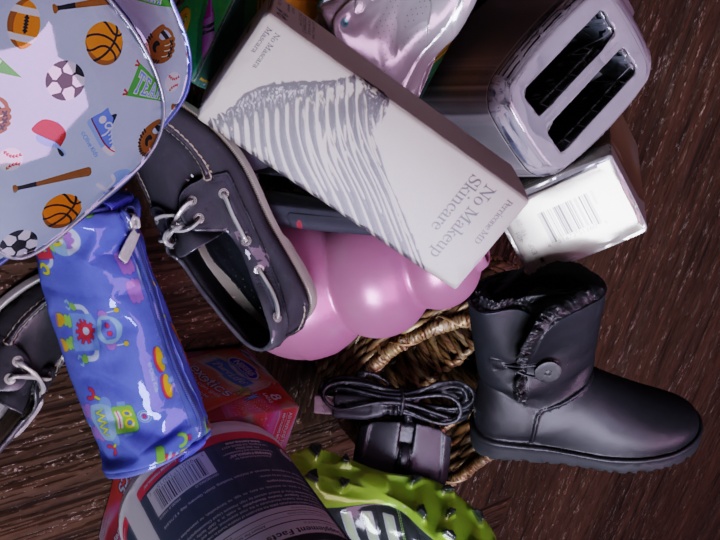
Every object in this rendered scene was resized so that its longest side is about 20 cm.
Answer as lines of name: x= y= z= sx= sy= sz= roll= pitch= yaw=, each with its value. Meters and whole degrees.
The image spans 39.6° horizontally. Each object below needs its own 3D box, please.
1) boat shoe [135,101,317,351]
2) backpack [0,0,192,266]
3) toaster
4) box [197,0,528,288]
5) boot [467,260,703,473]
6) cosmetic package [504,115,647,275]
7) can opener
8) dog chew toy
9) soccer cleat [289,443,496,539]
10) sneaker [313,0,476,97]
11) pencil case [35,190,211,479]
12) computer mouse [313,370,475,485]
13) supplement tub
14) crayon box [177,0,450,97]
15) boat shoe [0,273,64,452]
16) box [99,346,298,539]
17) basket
boat shoe: x=-0.103 y=-0.032 z=0.674 sx=0.200 sy=0.073 sz=0.063 roll=55 pitch=34 yaw=-14
backpack: x=-0.191 y=-0.114 z=0.542 sx=0.191 sy=0.154 sz=0.200 roll=-47 pitch=139 yaw=-19
toaster: x=0.131 y=-0.148 z=0.790 sx=0.200 sy=0.129 sz=0.114 roll=-45 pitch=115 yaw=-16
box: x=0.003 y=-0.080 z=0.630 sx=0.200 sy=0.068 sz=0.082 roll=32 pitch=109 yaw=-16
boot: x=0.183 y=0.076 z=0.793 sx=0.200 sy=0.076 sz=0.168 roll=1 pitch=127 yaw=4
cosmetic package: x=0.180 y=-0.082 z=0.852 sx=0.105 sy=0.200 sz=0.071 roll=-24 pitch=108 yaw=21
can opener: x=-0.042 y=-0.055 z=0.712 sx=0.079 sy=0.200 sz=0.063 roll=89 pitch=16 yaw=-76
dog chew toy: x=0.000 y=0.000 z=0.770 sx=0.200 sy=0.125 sz=0.125 roll=-11 pitch=144 yaw=19
soccer cleat: x=0.019 y=0.210 z=0.850 sx=0.200 sy=0.068 sz=0.081 roll=23 pitch=128 yaw=-8
sneaker: x=0.015 y=-0.174 z=0.655 sx=0.088 sy=0.075 sz=0.200 roll=16 pitch=107 yaw=-30
pencil case: x=-0.161 y=0.040 z=0.673 sx=0.078 sy=0.087 sz=0.200 roll=-32 pitch=111 yaw=-55
computer mouse: x=0.027 y=0.182 z=0.890 sx=0.138 sy=0.053 sz=0.200 roll=2 pitch=126 yaw=1
supplement tub: x=-0.077 y=0.217 z=0.711 sx=0.140 sy=0.200 sz=0.141 roll=-19 pitch=130 yaw=-24
crayon box: x=-0.032 y=-0.165 z=0.711 sx=0.200 sy=0.058 sz=0.119 roll=15 pitch=109 yaw=-48
boat shoe: x=-0.254 y=0.083 z=0.699 sx=0.200 sy=0.060 sz=0.074 roll=-45 pitch=135 yaw=-7
box: x=-0.140 y=0.174 z=0.850 sx=0.103 sy=0.095 sz=0.200 roll=-2 pitch=122 yaw=-41
basket: x=0.069 y=0.094 z=0.893 sx=0.200 sy=0.149 sz=0.143 roll=-39 pitch=148 yaw=27
